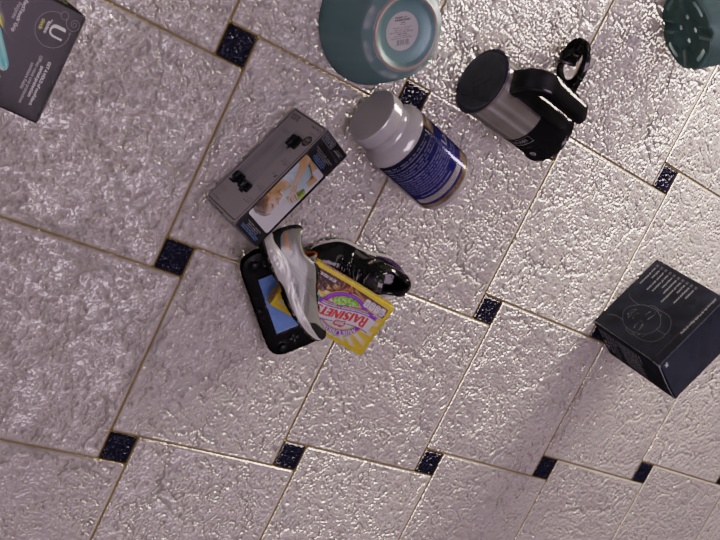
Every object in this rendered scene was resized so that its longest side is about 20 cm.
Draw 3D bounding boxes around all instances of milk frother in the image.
[{"bbox_3d":[0.286,-0.324,1.685,0.187,0.179,0.203,27,55,-37],"label":"milk frother"}]

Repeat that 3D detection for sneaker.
[{"bbox_3d":[0.000,0.000,1.675,0.197,0.087,0.077,8,109,-33],"label":"sneaker"},{"bbox_3d":[-0.089,0.022,1.539,0.078,0.074,0.202,-26,117,-10],"label":"sneaker"}]

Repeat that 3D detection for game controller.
[{"bbox_3d":[-0.126,0.045,1.631,0.103,0.042,0.202,-16,123,-1],"label":"game controller"}]

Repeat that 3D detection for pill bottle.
[{"bbox_3d":[0.079,-0.196,1.613,0.199,0.116,0.116,36,92,-38],"label":"pill bottle"}]

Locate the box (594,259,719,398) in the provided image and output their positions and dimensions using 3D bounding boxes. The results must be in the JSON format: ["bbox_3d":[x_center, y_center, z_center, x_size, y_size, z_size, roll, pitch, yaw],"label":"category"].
[{"bbox_3d":[0.628,0.117,2.047,0.200,0.196,0.124,-42,127,-6],"label":"box"}]

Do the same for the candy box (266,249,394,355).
[{"bbox_3d":[-0.047,0.055,1.626,0.199,0.026,0.103,31,102,-30],"label":"candy box"}]

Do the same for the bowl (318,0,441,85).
[{"bbox_3d":[0.046,-0.371,1.517,0.198,0.105,0.204,-14,120,-26],"label":"bowl"}]

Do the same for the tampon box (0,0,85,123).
[{"bbox_3d":[-0.469,-0.302,1.220,0.198,0.126,0.151,23,100,-38],"label":"tampon box"}]

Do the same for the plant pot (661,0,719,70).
[{"bbox_3d":[0.671,-0.462,1.810,0.193,0.200,0.203,-19,122,-14],"label":"plant pot"}]

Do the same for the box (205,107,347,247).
[{"bbox_3d":[-0.129,-0.143,1.513,0.200,0.116,0.060,-46,130,-6],"label":"box"}]
